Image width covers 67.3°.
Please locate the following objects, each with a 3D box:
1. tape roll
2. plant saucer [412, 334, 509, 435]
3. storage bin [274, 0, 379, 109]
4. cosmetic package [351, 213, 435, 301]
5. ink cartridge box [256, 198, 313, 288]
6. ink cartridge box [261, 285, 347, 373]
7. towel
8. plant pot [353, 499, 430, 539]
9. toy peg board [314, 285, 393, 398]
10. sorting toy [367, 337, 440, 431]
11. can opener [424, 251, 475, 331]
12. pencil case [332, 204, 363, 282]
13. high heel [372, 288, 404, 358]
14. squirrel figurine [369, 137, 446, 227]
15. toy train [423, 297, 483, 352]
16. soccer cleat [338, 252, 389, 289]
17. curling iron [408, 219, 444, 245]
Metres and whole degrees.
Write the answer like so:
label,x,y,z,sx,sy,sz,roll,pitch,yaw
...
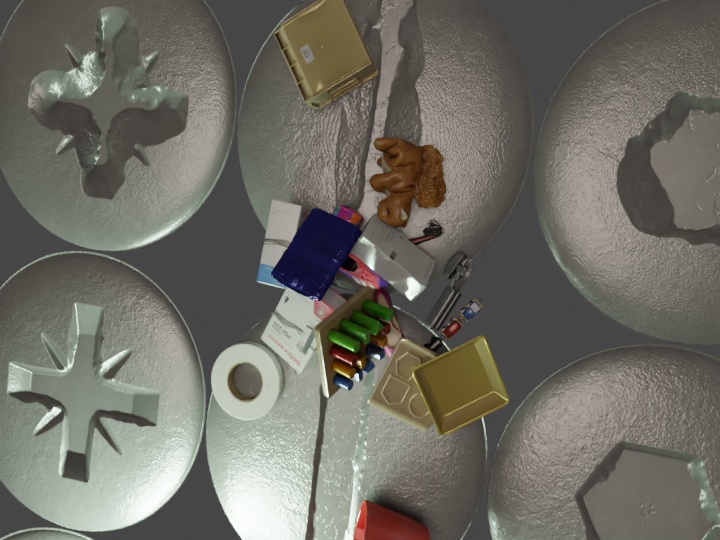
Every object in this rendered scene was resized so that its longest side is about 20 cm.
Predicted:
label,x,y,z,sx,sy,sz,roll,pitch,yaw
tape roll,-0.305,0.296,1.457,0.196,0.037,0.210,0,93,9
plant saucer,0.243,0.275,1.327,0.196,0.049,0.204,-25,107,1
storage bin,-0.086,-0.545,1.351,0.194,0.094,0.205,-26,89,11
cosmetic package,0.081,-0.033,1.316,0.198,0.103,0.074,36,135,-6
ink cartridge box,-0.184,-0.067,1.363,0.083,0.146,0.207,13,95,10
ink cartridge box,-0.138,0.124,1.328,0.144,0.084,0.203,37,115,15
towel,-0.101,-0.036,1.259,0.145,0.050,0.203,25,73,21
plant pot,0.073,0.695,1.342,0.172,0.200,0.207,14,95,-2
toy peg board,0.000,0.181,1.274,0.096,0.199,0.204,18,128,35
sorting toy,0.135,0.286,1.363,0.181,0.037,0.204,27,101,-12
can opener,0.218,0.051,1.358,0.067,0.053,0.203,38,100,38
pencil case,-0.068,-0.067,1.377,0.087,0.088,0.204,28,95,7
high heel,0.074,0.145,1.353,0.065,0.096,0.207,-12,90,2
squirrel figurine,0.117,-0.201,1.300,0.193,0.142,0.193,0,79,-2
toy train,0.231,0.142,1.353,0.034,0.046,0.200,45,99,5
soccer cleat,0.000,0.000,1.337,0.197,0.073,0.069,29,96,-25
curling iron,0.118,-0.077,1.368,0.195,0.026,0.050,-21,119,20
